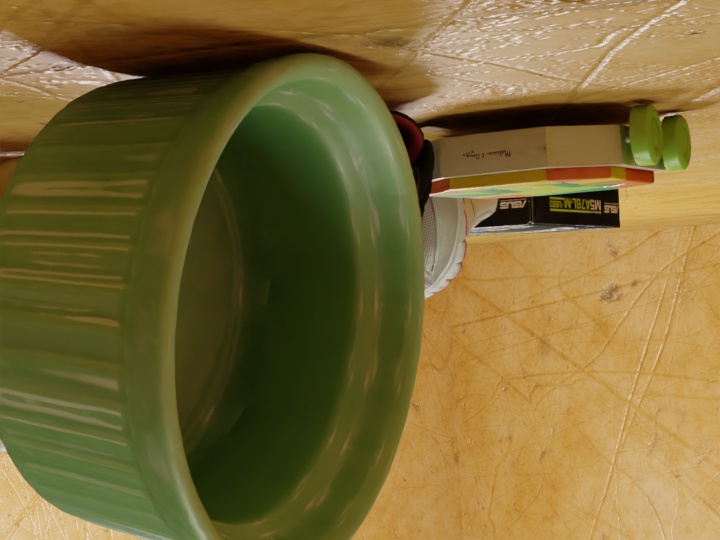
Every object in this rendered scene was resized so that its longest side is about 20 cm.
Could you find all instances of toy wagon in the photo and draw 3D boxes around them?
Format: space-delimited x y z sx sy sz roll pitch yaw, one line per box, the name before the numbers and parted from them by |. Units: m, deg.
toy wagon | 0.117 -0.066 0.848 0.154 0.040 0.199 -3 179 27

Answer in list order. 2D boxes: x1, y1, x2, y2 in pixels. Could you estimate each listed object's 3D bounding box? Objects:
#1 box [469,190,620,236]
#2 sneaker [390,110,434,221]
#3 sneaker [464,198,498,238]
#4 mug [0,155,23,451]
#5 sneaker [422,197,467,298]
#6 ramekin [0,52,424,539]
box | 0.125 -0.057 1.392 0.198 0.048 0.192 -3 177 34
sneaker | 0.007 -0.044 0.739 0.080 0.087 0.200 26 -164 -13
sneaker | 0.016 -0.045 1.089 0.199 0.076 0.081 3 -158 40
mug | -0.215 0.019 0.856 0.153 0.187 0.149 -36 175 35
sneaker | 0.000 0.000 0.977 0.088 0.082 0.201 -1 136 -41
ramekin | -0.058 0.016 0.564 0.097 0.203 0.199 4 -177 27
